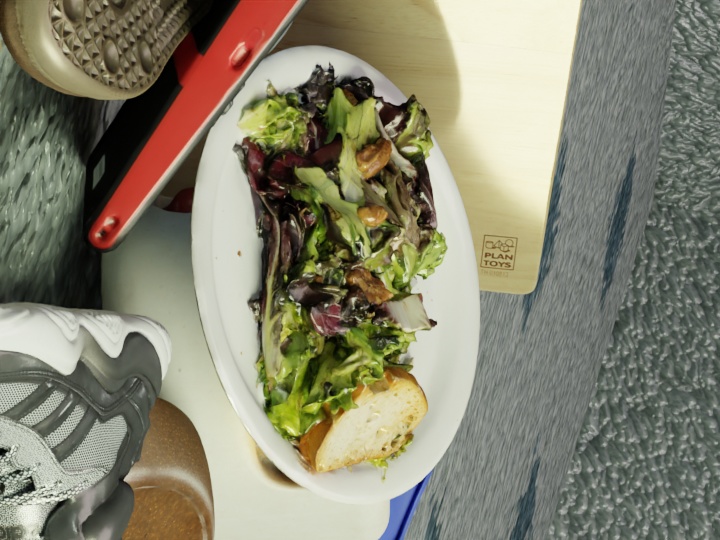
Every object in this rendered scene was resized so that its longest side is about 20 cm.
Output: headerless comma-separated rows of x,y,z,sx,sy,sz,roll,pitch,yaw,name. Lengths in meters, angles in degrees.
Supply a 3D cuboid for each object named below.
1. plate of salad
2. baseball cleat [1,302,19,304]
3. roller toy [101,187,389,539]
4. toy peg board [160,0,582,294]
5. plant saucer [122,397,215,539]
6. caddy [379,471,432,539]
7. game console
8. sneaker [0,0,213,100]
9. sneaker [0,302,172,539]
0.000,0.000,1.220,0.200,0.048,0.201,15,70,-49,plate of salad
-0.145,0.062,1.222,0.200,0.069,0.107,94,-2,-48,baseball cleat
-0.048,0.045,1.340,0.200,0.139,0.183,88,-2,-54,roller toy
0.003,-0.107,1.443,0.098,0.199,0.200,-88,-175,-65,toy peg board
-0.130,0.144,1.190,0.200,0.034,0.201,-36,147,-28,plant saucer
-0.036,0.104,1.584,0.200,0.141,0.105,-61,156,-54,caddy
-0.062,-0.095,1.217,0.177,0.031,0.200,-56,-170,6,game console
-0.115,-0.104,1.104,0.200,0.075,0.071,-42,124,-72,sneaker
-0.133,0.069,1.042,0.200,0.075,0.114,9,85,-65,sneaker
